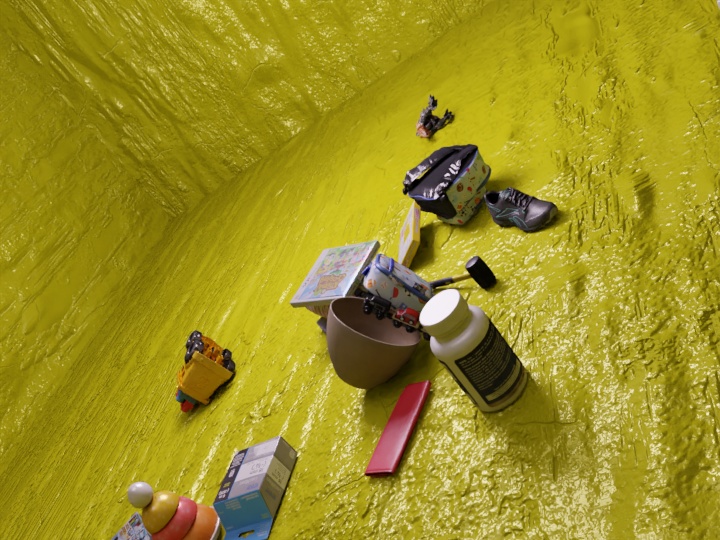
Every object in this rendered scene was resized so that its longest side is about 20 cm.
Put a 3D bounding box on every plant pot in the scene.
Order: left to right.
[{"bbox_3d":[0.011,0.160,1.537,0.201,0.196,0.137,-111,38,-66],"label":"plant pot"}]

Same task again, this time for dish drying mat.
[{"bbox_3d":[0.073,0.292,1.387,0.076,0.018,0.202,-18,33,44],"label":"dish drying mat"}]

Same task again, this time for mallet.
[{"bbox_3d":[0.203,0.010,1.616,0.198,0.066,0.041,-8,36,53],"label":"mallet"}]

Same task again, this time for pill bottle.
[{"bbox_3d":[0.186,0.131,1.258,0.110,0.201,0.112,-32,24,17],"label":"pill bottle"}]

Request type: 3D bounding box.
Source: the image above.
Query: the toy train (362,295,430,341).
[{"bbox_3d":[0.097,0.097,1.506,0.034,0.197,0.047,-48,-21,-60],"label":"toy train"}]

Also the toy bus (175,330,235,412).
[{"bbox_3d":[-0.455,0.291,2.101,0.194,0.134,0.200,-56,20,4],"label":"toy bus"}]

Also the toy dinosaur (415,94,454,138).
[{"bbox_3d":[0.227,-0.479,2.446,0.136,0.101,0.202,-45,37,30],"label":"toy dinosaur"}]

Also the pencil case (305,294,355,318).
[{"bbox_3d":[-0.073,0.075,1.840,0.084,0.086,0.199,-11,13,-26],"label":"pencil case"}]

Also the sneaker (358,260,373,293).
[{"bbox_3d":[0.000,0.000,1.847,0.198,0.089,0.075,-5,36,49],"label":"sneaker"}]

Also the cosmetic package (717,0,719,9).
[{"bbox_3d":[0.835,-0.527,1.445,0.200,0.166,0.164,-47,24,-13],"label":"cosmetic package"}]

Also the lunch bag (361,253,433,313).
[{"bbox_3d":[0.078,0.031,1.609,0.076,0.159,0.200,-55,2,8],"label":"lunch bag"}]

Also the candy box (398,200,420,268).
[{"bbox_3d":[0.124,-0.086,1.900,0.201,0.026,0.104,-82,10,-56],"label":"candy box"}]

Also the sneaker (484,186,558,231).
[{"bbox_3d":[0.343,-0.137,1.640,0.076,0.080,0.199,-49,25,-19],"label":"sneaker"}]

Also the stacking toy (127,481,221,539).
[{"bbox_3d":[-0.390,0.495,1.519,0.145,0.201,0.147,-32,24,17],"label":"stacking toy"}]

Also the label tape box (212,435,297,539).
[{"bbox_3d":[-0.222,0.447,1.516,0.143,0.063,0.202,-26,27,32],"label":"label tape box"}]

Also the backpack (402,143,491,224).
[{"bbox_3d":[0.233,-0.217,1.864,0.192,0.154,0.199,-51,31,-7],"label":"backpack"}]

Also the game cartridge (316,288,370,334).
[{"bbox_3d":[-0.018,0.086,1.874,0.200,0.039,0.129,-44,19,-5],"label":"game cartridge"}]

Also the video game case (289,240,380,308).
[{"bbox_3d":[-0.061,0.009,1.793,0.198,0.022,0.184,-8,42,46],"label":"video game case"}]

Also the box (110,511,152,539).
[{"bbox_3d":[-0.516,0.638,1.670,0.137,0.040,0.199,-47,24,-15],"label":"box"}]
